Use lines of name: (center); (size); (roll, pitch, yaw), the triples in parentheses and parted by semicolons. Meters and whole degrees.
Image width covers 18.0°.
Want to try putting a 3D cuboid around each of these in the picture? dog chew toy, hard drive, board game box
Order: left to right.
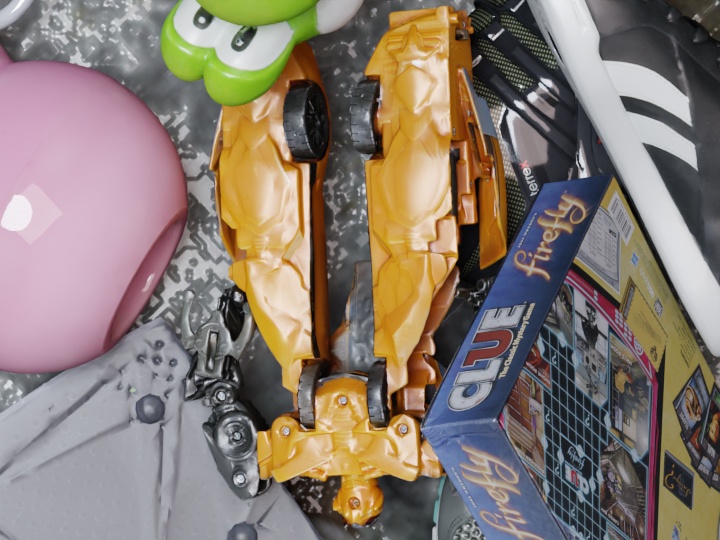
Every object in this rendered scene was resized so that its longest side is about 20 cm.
dog chew toy: (-0.170, -0.045, 0.901); (0.199, 0.125, 0.125); (30, 87, 4)
hard drive: (-0.127, 0.126, 0.936); (0.200, 0.042, 0.135); (-37, 92, -5)
board game box: (0.102, 0.083, 0.879); (0.201, 0.034, 0.136); (60, 41, -29)

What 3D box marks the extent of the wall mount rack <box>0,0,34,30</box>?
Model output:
wall mount rack: (-0.118, -0.186, 0.905); (0.173, 0.075, 0.201); (20, 87, 23)

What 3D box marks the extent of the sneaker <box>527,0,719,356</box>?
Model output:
sneaker: (0.141, -0.076, 0.878); (0.111, 0.073, 0.201); (-28, 108, 4)

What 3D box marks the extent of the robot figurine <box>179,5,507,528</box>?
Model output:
robot figurine: (0.000, 0.000, 0.901); (0.144, 0.058, 0.201); (-1, 91, 19)

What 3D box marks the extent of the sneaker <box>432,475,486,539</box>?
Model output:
sneaker: (0.082, 0.166, 0.928); (0.077, 0.091, 0.201); (-16, 90, -6)

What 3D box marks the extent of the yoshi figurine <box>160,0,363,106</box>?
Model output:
yoshi figurine: (-0.006, -0.154, 0.834); (0.112, 0.112, 0.201); (44, 72, -43)

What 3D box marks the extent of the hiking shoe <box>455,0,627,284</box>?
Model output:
hiking shoe: (0.062, -0.087, 0.939); (0.100, 0.076, 0.201); (4, 89, -8)
